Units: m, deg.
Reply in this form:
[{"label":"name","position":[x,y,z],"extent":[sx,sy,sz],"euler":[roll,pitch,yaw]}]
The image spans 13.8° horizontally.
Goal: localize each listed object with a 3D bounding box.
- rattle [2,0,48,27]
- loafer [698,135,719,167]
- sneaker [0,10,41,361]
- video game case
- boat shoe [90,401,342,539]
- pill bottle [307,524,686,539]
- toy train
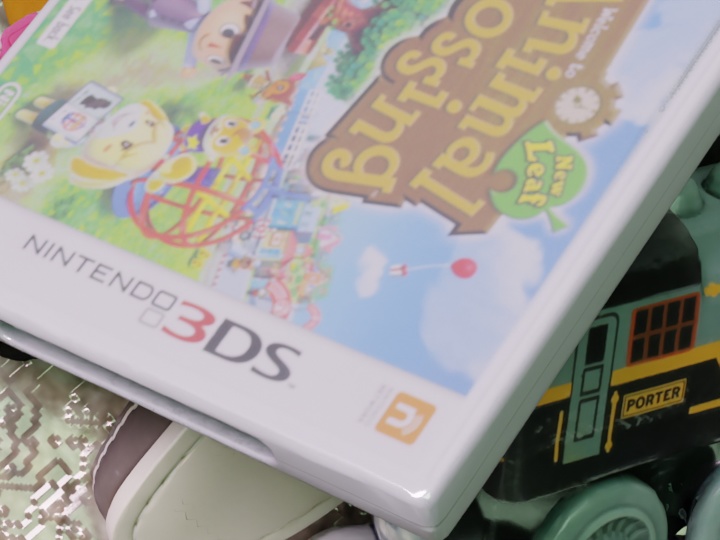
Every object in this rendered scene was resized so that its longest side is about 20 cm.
[{"label":"rattle","position":[-0.118,-0.163,0.892],"extent":[0.130,0.143,0.200],"euler":[-49,56,-2]},{"label":"loafer","position":[0.066,-0.033,0.889],"extent":[0.199,0.071,0.073],"euler":[-5,119,2]},{"label":"sneaker","position":[-0.050,-0.040,0.841],"extent":[0.199,0.088,0.074],"euler":[-31,47,2]},{"label":"video game case","position":[-0.002,-0.046,0.753],"extent":[0.181,0.022,0.200],"euler":[22,63,29]},{"label":"boat shoe","position":[0.000,0.000,0.809],"extent":[0.200,0.072,0.060],"euler":[-44,52,0]},{"label":"pill bottle","position":[0.029,0.132,0.835],"extent":[0.199,0.120,0.120],"euler":[3,85,-6]},{"label":"toy train","position":[0.091,0.023,0.801],"extent":[0.199,0.085,0.115],"euler":[-13,122,-32]}]
